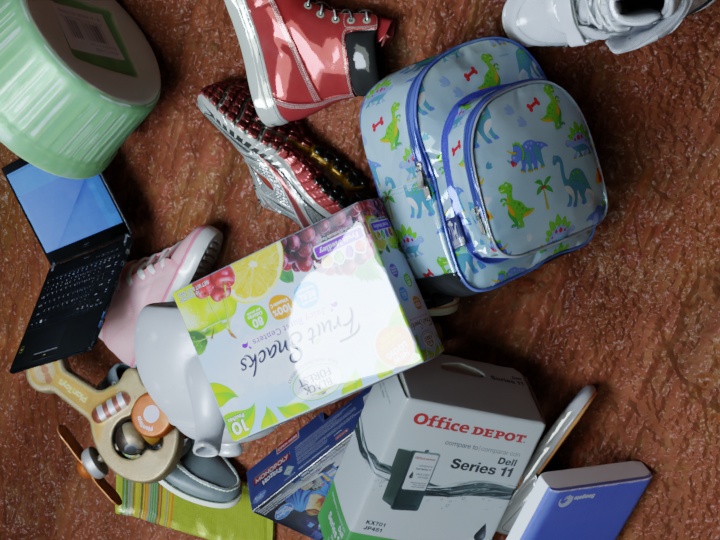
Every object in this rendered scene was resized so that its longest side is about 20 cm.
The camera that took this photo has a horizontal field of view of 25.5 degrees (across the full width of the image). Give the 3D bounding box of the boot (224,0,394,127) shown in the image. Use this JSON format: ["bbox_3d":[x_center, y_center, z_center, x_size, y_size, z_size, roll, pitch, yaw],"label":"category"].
[{"bbox_3d":[-0.047,-0.247,1.453,0.143,0.072,0.202,-16,95,17],"label":"boot"}]

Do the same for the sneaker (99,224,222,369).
[{"bbox_3d":[-0.222,0.012,1.633,0.104,0.075,0.201,36,126,4],"label":"sneaker"}]

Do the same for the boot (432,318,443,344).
[{"bbox_3d":[0.004,0.083,1.555,0.199,0.075,0.074,-18,81,51],"label":"boot"}]

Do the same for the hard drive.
[{"bbox_3d":[0.183,0.268,1.503,0.025,0.131,0.201,51,130,40],"label":"hard drive"}]

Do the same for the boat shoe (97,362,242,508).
[{"bbox_3d":[-0.201,0.174,1.692,0.199,0.073,0.062,38,126,15],"label":"boat shoe"}]

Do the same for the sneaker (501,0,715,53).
[{"bbox_3d":[0.194,-0.220,1.304,0.198,0.115,0.076,-10,105,30],"label":"sneaker"}]

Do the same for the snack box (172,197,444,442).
[{"bbox_3d":[-0.046,0.044,1.353,0.199,0.053,0.143,-25,87,26],"label":"snack box"}]

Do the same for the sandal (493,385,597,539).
[{"bbox_3d":[0.178,0.201,1.504,0.059,0.079,0.208,37,120,12],"label":"sandal"}]

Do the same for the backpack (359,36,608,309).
[{"bbox_3d":[0.108,-0.093,1.355,0.146,0.182,0.202,-19,92,54],"label":"backpack"}]

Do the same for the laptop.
[{"bbox_3d":[-0.321,-0.015,1.628,0.103,0.202,0.177,31,152,-29],"label":"laptop"}]

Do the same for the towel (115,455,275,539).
[{"bbox_3d":[-0.183,0.254,1.747,0.198,0.018,0.087,13,116,22],"label":"towel"}]

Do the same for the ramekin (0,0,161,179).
[{"bbox_3d":[-0.284,-0.196,1.515,0.097,0.200,0.201,-39,90,26],"label":"ramekin"}]

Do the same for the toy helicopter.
[{"bbox_3d":[-0.272,0.153,1.656,0.199,0.079,0.133,31,94,19],"label":"toy helicopter"}]

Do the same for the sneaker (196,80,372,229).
[{"bbox_3d":[-0.085,-0.100,1.519,0.200,0.078,0.082,45,128,7],"label":"sneaker"}]

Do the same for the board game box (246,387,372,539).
[{"bbox_3d":[0.028,0.212,1.565,0.199,0.062,0.200,-38,122,15],"label":"board game box"}]

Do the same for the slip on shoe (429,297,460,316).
[{"bbox_3d":[0.000,0.000,1.521,0.198,0.074,0.062,6,106,19],"label":"slip on shoe"}]

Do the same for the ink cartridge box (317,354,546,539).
[{"bbox_3d":[0.064,0.183,1.465,0.145,0.083,0.201,11,118,-19],"label":"ink cartridge box"}]

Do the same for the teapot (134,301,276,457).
[{"bbox_3d":[-0.124,0.103,1.524,0.196,0.199,0.148,2,94,50],"label":"teapot"}]
